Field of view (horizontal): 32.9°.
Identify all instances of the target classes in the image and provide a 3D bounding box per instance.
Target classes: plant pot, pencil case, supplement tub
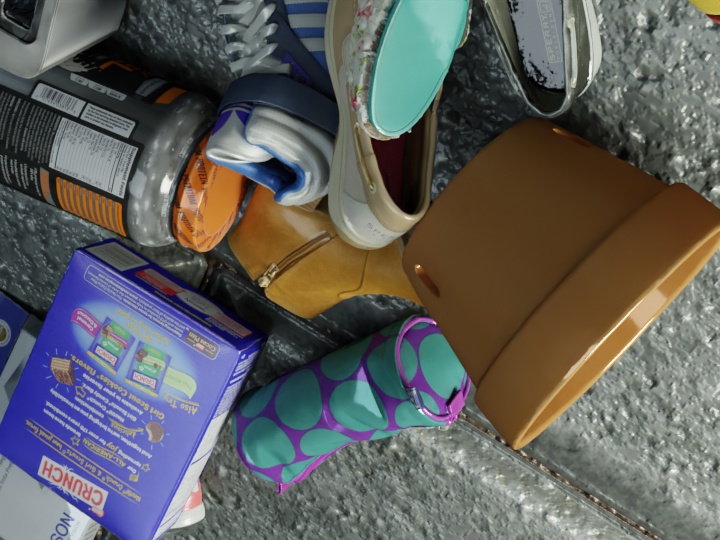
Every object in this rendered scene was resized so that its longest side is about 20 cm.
[{"bbox_3d":[0.121,-0.003,0.795,0.140,0.200,0.201,44,130,16],"label":"plant pot"},{"bbox_3d":[-0.010,0.110,0.984,0.199,0.085,0.093,-26,89,36],"label":"pencil case"},{"bbox_3d":[-0.187,-0.095,0.917,0.199,0.123,0.123,23,127,11],"label":"supplement tub"}]

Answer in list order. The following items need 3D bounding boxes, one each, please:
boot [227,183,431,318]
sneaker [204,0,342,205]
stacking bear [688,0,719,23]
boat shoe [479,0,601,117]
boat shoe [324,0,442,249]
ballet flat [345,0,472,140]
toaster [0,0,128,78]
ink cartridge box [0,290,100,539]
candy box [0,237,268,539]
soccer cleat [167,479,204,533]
[{"bbox_3d":[-0.001,0.000,0.929,0.201,0.071,0.144,41,135,2],"label":"boot"},{"bbox_3d":[-0.066,-0.140,0.808,0.080,0.147,0.201,-17,114,46],"label":"sneaker"},{"bbox_3d":[0.218,-0.184,0.674,0.121,0.114,0.200,-35,114,7],"label":"stacking bear"},{"bbox_3d":[0.102,-0.193,0.750,0.070,0.064,0.201,-10,114,30],"label":"boat shoe"},{"bbox_3d":[0.022,-0.116,0.778,0.069,0.073,0.202,-16,73,56],"label":"boat shoe"},{"bbox_3d":[0.034,-0.177,0.718,0.064,0.075,0.201,30,103,48],"label":"ballet flat"},{"bbox_3d":[-0.249,-0.251,0.849,0.180,0.119,0.201,32,127,6],"label":"toaster"},{"bbox_3d":[-0.309,0.153,1.133,0.199,0.041,0.200,32,108,10],"label":"ink cartridge box"},{"bbox_3d":[-0.196,0.103,1.027,0.168,0.077,0.201,31,105,12],"label":"candy box"},{"bbox_3d":[-0.237,0.205,1.177,0.199,0.068,0.074,-1,97,30],"label":"soccer cleat"}]
